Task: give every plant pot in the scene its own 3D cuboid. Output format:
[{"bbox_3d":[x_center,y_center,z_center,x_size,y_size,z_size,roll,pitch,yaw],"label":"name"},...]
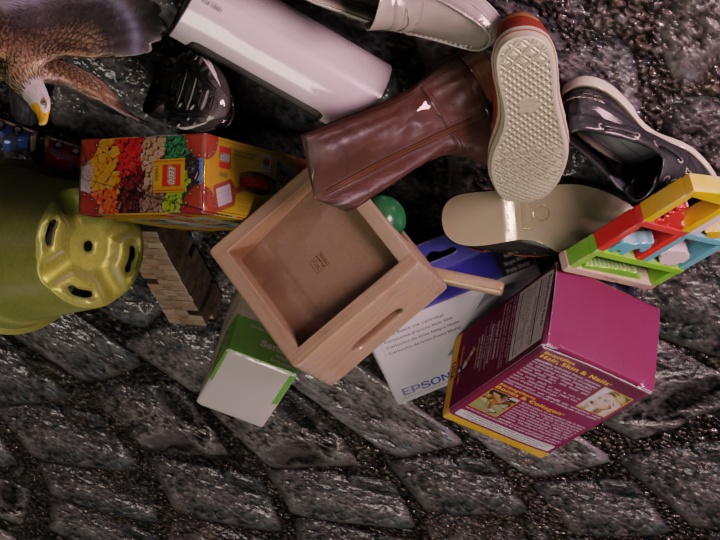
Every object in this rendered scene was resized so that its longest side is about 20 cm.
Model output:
[{"bbox_3d":[-0.338,-0.025,1.662,0.184,0.200,0.200,2,146,50],"label":"plant pot"}]

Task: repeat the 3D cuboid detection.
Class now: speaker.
[{"bbox_3d":[-0.072,-0.204,1.417,0.200,0.081,0.081,28,146,-15],"label":"speaker"}]

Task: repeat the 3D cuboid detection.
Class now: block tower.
[{"bbox_3d":[-0.224,-0.010,1.797,0.058,0.054,0.200,3,144,22],"label":"block tower"}]

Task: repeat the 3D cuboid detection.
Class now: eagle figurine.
[{"bbox_3d":[-0.295,-0.198,1.434,0.200,0.151,0.152,-11,-175,-23],"label":"eagle figurine"}]

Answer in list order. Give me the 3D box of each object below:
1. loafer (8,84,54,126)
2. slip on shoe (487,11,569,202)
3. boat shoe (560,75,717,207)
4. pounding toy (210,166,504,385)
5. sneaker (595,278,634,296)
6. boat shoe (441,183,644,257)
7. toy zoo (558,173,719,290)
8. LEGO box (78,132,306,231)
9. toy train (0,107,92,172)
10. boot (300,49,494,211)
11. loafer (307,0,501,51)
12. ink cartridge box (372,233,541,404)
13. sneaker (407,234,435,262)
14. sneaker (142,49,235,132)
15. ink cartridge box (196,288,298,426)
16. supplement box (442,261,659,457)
[{"bbox_3d":[-0.336,-0.227,1.527,0.070,0.068,0.201,17,140,-2],"label":"loafer"},{"bbox_3d":[0.147,-0.143,1.362,0.074,0.061,0.200,-4,132,5],"label":"slip on shoe"},{"bbox_3d":[0.258,-0.097,1.415,0.074,0.066,0.199,-21,130,42],"label":"boat shoe"},{"bbox_3d":[0.000,0.000,1.515,0.184,0.200,0.142,52,-174,23],"label":"pounding toy"},{"bbox_3d":[0.245,0.039,1.614,0.082,0.074,0.200,10,145,16],"label":"sneaker"},{"bbox_3d":[0.182,-0.050,1.532,0.201,0.074,0.063,2,-178,7],"label":"boat shoe"},{"bbox_3d":[0.303,-0.040,1.444,0.131,0.020,0.200,11,148,-37],"label":"toy zoo"},{"bbox_3d":[-0.166,-0.086,1.548,0.149,0.077,0.200,0,177,26],"label":"LEGO box"},{"bbox_3d":[-0.324,-0.129,1.681,0.200,0.046,0.034,20,147,-1],"label":"toy train"},{"bbox_3d":[0.053,-0.095,1.422,0.200,0.064,0.186,-32,123,-5],"label":"boot"},{"bbox_3d":[0.025,-0.233,1.332,0.200,0.070,0.070,20,146,-2],"label":"loafer"},{"bbox_3d":[0.101,0.043,1.633,0.199,0.041,0.200,-23,138,2],"label":"ink cartridge box"},{"bbox_3d":[0.027,0.035,1.709,0.095,0.079,0.200,28,138,28],"label":"sneaker"},{"bbox_3d":[-0.151,-0.168,1.473,0.079,0.074,0.200,18,-176,-20],"label":"sneaker"},{"bbox_3d":[-0.100,0.048,1.686,0.084,0.200,0.146,21,147,-8],"label":"ink cartridge box"},{"bbox_3d":[0.190,0.095,1.551,0.131,0.103,0.200,25,145,-18],"label":"supplement box"}]
